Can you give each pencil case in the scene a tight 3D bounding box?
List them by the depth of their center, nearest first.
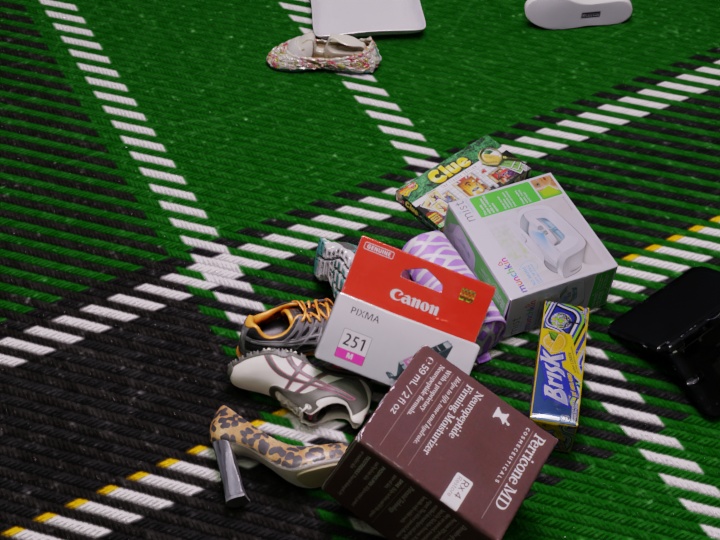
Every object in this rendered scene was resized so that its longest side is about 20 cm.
[{"bbox_3d":[0.127,0.033,1.670,0.084,0.086,0.200,-14,50,-21],"label":"pencil case"}]

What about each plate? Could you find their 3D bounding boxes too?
[{"bbox_3d":[0.007,-0.483,2.140,0.200,0.032,0.200,-5,49,-4],"label":"plate"}]

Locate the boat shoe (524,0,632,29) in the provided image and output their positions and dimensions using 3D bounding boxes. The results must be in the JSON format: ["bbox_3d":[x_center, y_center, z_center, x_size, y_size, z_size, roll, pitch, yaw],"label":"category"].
[{"bbox_3d":[0.386,-0.479,2.121,0.200,0.071,0.064,-1,50,-12],"label":"boat shoe"}]

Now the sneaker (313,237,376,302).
[{"bbox_3d":[0.000,0.000,1.666,0.091,0.078,0.200,4,18,-18],"label":"sneaker"}]

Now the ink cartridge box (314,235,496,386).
[{"bbox_3d":[0.062,0.068,1.548,0.200,0.044,0.174,21,88,-2],"label":"ink cartridge box"}]

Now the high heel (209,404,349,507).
[{"bbox_3d":[-0.094,0.213,1.523,0.200,0.071,0.143,-15,54,-4],"label":"high heel"}]

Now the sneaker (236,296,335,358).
[{"bbox_3d":[-0.077,0.074,1.639,0.200,0.077,0.078,-21,51,-20],"label":"sneaker"}]

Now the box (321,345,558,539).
[{"bbox_3d":[0.092,0.232,1.415,0.200,0.164,0.166,35,54,5],"label":"box"}]

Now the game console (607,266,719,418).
[{"bbox_3d":[0.487,0.096,1.665,0.200,0.116,0.176,-31,87,-23],"label":"game console"}]

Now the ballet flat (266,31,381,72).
[{"bbox_3d":[-0.063,-0.382,2.033,0.200,0.064,0.076,1,51,1],"label":"ballet flat"}]

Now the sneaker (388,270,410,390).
[{"bbox_3d":[0.079,0.085,1.637,0.090,0.075,0.200,-1,58,0],"label":"sneaker"}]

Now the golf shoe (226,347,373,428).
[{"bbox_3d":[-0.083,0.157,1.572,0.200,0.077,0.088,4,57,4],"label":"golf shoe"}]

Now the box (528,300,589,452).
[{"bbox_3d":[0.266,0.141,1.589,0.064,0.070,0.200,8,50,7],"label":"box"}]

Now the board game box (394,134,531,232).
[{"bbox_3d":[0.162,-0.137,1.856,0.200,0.023,0.105,-33,56,-26],"label":"board game box"}]

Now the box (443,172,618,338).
[{"bbox_3d":[0.240,-0.023,1.714,0.176,0.097,0.200,-16,53,-16],"label":"box"}]
